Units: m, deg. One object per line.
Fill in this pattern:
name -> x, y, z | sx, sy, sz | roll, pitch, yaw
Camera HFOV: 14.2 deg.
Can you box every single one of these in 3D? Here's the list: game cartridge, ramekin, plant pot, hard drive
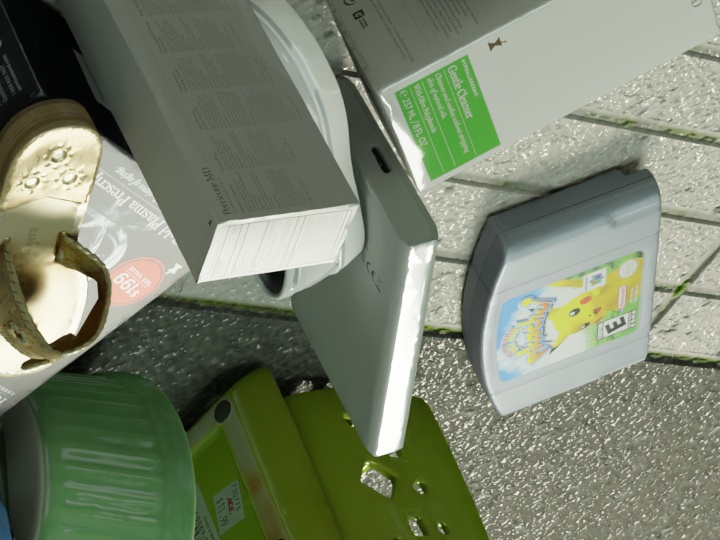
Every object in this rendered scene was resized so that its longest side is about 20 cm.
game cartridge -> 0.133, 0.020, 1.933 | 0.133, 0.041, 0.201 | -18, 145, -10
ramekin -> -0.194, 0.152, 1.727 | 0.097, 0.201, 0.200 | 14, 128, -36
plant pot -> -0.046, 0.194, 1.892 | 0.181, 0.201, 0.199 | 21, 123, -42
hard drive -> 0.000, 0.000, 1.718 | 0.026, 0.132, 0.201 | -16, 145, -18

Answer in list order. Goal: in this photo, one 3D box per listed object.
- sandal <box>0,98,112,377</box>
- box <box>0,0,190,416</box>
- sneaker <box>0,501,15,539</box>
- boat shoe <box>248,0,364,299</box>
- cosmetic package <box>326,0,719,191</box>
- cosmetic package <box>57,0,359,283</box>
sandal -> -0.161, 0.011, 1.481 | 0.077, 0.070, 0.212 | -13, 143, -23
box -> -0.199, -0.038, 1.547 | 0.182, 0.104, 0.200 | -36, 146, 13
sneaker -> -0.254, 0.207, 1.641 | 0.071, 0.083, 0.200 | -7, 150, -48
boat shoe -> -0.053, -0.069, 1.610 | 0.068, 0.072, 0.201 | -39, 141, -27
cosmetic package -> 0.093, -0.145, 1.639 | 0.199, 0.085, 0.108 | -28, 144, 0
cosmetic package -> -0.081, -0.086, 1.482 | 0.082, 0.201, 0.051 | -7, 142, -30
